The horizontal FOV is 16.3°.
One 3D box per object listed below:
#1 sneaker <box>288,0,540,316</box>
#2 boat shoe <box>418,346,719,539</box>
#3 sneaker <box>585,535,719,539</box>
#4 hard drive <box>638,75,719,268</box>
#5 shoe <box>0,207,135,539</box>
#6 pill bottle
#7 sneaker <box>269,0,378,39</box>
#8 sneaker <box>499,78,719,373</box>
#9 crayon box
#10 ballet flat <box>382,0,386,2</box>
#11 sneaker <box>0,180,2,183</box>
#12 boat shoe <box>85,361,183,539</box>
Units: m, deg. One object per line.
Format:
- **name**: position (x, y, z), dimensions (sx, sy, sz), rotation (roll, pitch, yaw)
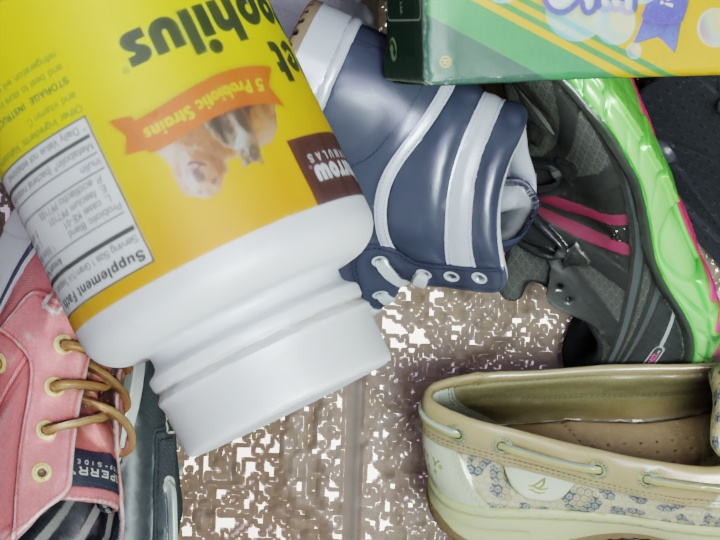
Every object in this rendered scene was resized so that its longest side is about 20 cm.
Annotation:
- **sneaker**: position (0.000, 0.000, 0.956), dimensions (0.108, 0.070, 0.200), rotation (21, 129, 1)
- **boat shoe**: position (0.123, 0.067, 0.988), dimensions (0.200, 0.073, 0.063), rotation (-7, 127, 4)
- **sneaker**: position (0.136, 0.129, 1.033), dimensions (0.200, 0.078, 0.080), rotation (-12, 112, -1)
- **hard drive**: position (0.193, -0.011, 0.995), dimensions (0.042, 0.135, 0.200), rotation (-43, 92, -20)
- **shoe**: position (-0.106, 0.045, 0.935), dimensions (0.200, 0.071, 0.091), rotation (-54, 52, 17)
- **pill bottle**: position (-0.067, -0.042, 0.853), dimensions (0.109, 0.109, 0.200), rotation (-26, 86, -5)
- **sneaker**: position (-0.030, -0.103, 0.997), dimensions (0.200, 0.076, 0.081), rotation (40, 64, -13)
- **sneaker**: position (0.080, -0.029, 0.984), dimensions (0.084, 0.077, 0.200), rotation (-22, 119, 6)
- **crayon box**: position (0.109, -0.132, 0.886), dimensions (0.200, 0.052, 0.126), rotation (-3, 96, -17)
- **ballet flat**: position (0.059, -0.175, 0.934), dimensions (0.072, 0.072, 0.200), rotation (45, 110, -6)
- **sneaker**: position (-0.146, -0.056, 0.981), dimensions (0.200, 0.088, 0.075), rotation (0, 62, 15)
- **boat shoe**: position (-0.104, 0.093, 1.000), dimensions (0.060, 0.076, 0.200), rotation (19, 79, -45)
